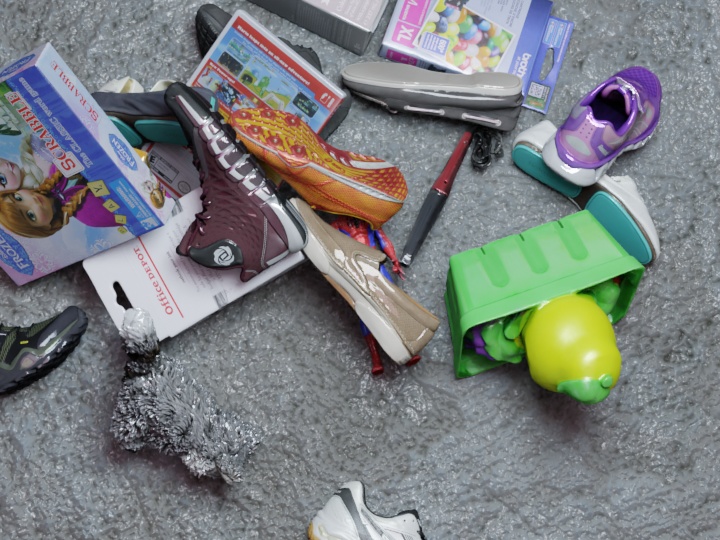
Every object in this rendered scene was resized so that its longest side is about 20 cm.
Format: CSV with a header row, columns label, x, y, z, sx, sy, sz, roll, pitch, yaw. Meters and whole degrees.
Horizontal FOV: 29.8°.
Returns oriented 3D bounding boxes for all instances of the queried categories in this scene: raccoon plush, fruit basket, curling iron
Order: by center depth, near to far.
label,x,y,z,sx,sy,sz,roll,pitch,yaw
raccoon plush,-0.167,0.133,1.301,0.133,0.201,0.097,19,62,12
fruit basket,0.196,0.059,1.364,0.213,0.156,0.218,0,63,0
curling iron,0.093,-0.083,1.429,0.049,0.026,0.201,20,59,28

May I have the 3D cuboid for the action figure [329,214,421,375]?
label,x,y,z,sx,sy,sz,roll,pitch,yaw
action figure,0.011,0.004,1.416,0.065,0.052,0.202,-16,78,-4

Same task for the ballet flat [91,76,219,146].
label,x,y,z,sx,sy,sz,roll,pitch,yaw
ballet flat,-0.224,-0.164,1.387,0.198,0.073,0.074,4,74,33

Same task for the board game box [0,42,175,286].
label,x,y,z,sx,sy,sz,roll,pitch,yaw
board game box,-0.315,-0.095,1.298,0.201,0.198,0.041,53,32,-28

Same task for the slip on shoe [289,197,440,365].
label,x,y,z,sx,sy,sz,roll,pitch,yaw
slip on shoe,0.000,0.000,1.353,0.060,0.076,0.201,-39,82,5

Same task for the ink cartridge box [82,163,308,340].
label,x,y,z,sx,sy,sz,roll,pitch,yaw
ink cartridge box,-0.166,-0.013,1.370,0.199,0.067,0.117,-30,90,4

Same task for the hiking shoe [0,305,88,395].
label,x,y,z,sx,sy,sz,roll,pitch,yaw
hiking shoe,-0.370,0.077,1.344,0.199,0.076,0.101,-32,86,-11

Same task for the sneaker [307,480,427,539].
label,x,y,z,sx,sy,sz,roll,pitch,yaw
sneaker,0.047,0.285,1.341,0.199,0.076,0.088,35,77,2

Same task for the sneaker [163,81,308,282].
label,x,y,z,sx,sy,sz,roll,pitch,yaw
sneaker,-0.149,-0.073,1.292,0.115,0.076,0.201,-38,95,8

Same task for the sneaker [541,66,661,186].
label,x,y,z,sx,sy,sz,roll,pitch,yaw
sneaker,0.272,-0.171,1.431,0.080,0.089,0.200,36,48,14

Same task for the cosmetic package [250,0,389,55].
label,x,y,z,sx,sy,sz,roll,pitch,yaw
cosmetic package,-0.060,-0.329,1.462,0.198,0.090,0.108,25,79,-3

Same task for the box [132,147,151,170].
label,x,y,z,sx,sy,sz,roll,pitch,yaw
box,-0.312,-0.116,1.371,0.198,0.119,0.042,16,76,-2

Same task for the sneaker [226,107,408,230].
label,x,y,z,sx,sy,sz,roll,pitch,yaw
sneaker,-0.050,-0.097,1.360,0.199,0.077,0.073,28,40,-13

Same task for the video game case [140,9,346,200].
label,x,y,z,sx,sy,sz,roll,pitch,yaw
video game case,-0.127,-0.146,1.403,0.143,0.017,0.201,39,105,4

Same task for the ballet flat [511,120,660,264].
label,x,y,z,sx,sy,sz,roll,pitch,yaw
ballet flat,0.254,-0.092,1.456,0.200,0.069,0.070,40,77,6

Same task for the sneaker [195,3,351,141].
label,x,y,z,sx,sy,sz,roll,pitch,yaw
sneaker,-0.094,-0.216,1.448,0.200,0.076,0.091,45,66,0

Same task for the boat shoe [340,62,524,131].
label,x,y,z,sx,sy,sz,roll,pitch,yaw
boat shoe,0.076,-0.183,1.449,0.198,0.067,0.058,6,119,6

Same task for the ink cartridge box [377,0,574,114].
label,x,y,z,sx,sy,sz,roll,pitch,yaw
ink cartridge box,0.132,-0.261,1.491,0.198,0.042,0.120,20,77,-3
